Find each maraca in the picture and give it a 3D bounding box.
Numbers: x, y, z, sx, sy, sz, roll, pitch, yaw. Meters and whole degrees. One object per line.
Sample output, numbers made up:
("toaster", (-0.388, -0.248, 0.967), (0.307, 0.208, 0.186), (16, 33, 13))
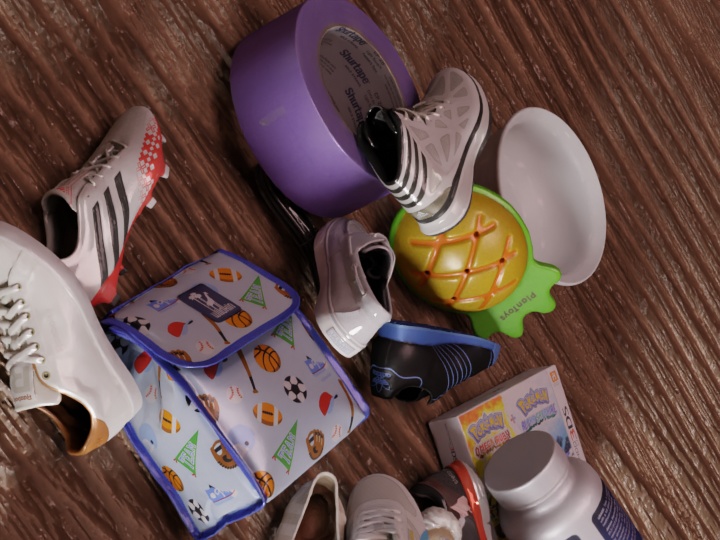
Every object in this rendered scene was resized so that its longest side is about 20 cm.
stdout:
("maraca", (0.117, -0.009, 1.623), (0.200, 0.137, 0.107), (43, 21, -22))

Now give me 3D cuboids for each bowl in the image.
("bowl", (0.179, -0.073, 1.747), (0.201, 0.090, 0.201), (20, 63, -45))

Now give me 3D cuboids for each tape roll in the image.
("tape roll", (-0.028, -0.156, 1.514), (0.200, 0.085, 0.200), (34, 43, -39))

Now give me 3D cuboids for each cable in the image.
("cable", (-0.047, -0.012, 1.512), (0.200, 0.050, 0.097), (47, 43, -13))

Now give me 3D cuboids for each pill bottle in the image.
("pill bottle", (0.207, 0.257, 1.579), (0.200, 0.111, 0.111), (54, 43, -25))

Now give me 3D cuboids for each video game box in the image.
("video game box", (0.168, 0.213, 1.670), (0.200, 0.047, 0.182), (-21, 91, -50))

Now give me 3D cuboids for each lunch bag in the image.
("lunch bag", (-0.113, 0.092, 1.329), (0.200, 0.124, 0.170), (56, 40, 0))

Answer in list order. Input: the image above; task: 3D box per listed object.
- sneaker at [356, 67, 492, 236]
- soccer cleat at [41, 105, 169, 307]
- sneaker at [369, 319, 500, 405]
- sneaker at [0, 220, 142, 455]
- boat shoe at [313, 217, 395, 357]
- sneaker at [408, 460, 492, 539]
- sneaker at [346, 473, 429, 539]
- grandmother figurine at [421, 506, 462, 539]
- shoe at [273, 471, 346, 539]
("sneaker", (0.059, -0.140, 1.479), (0.115, 0.076, 0.201), (43, 40, -34))
("soccer cleat", (-0.217, -0.061, 1.300), (0.085, 0.069, 0.200), (39, 55, -40))
("sneaker", (0.071, 0.096, 1.590), (0.200, 0.070, 0.078), (12, 91, -54))
("sneaker", (-0.247, 0.055, 1.217), (0.200, 0.073, 0.085), (57, 44, -17))
("boat shoe", (0.000, 0.000, 1.422), (0.072, 0.068, 0.200), (50, 19, -17))
("sneaker", (0.092, 0.291, 1.551), (0.082, 0.077, 0.200), (-14, 87, -24))
("sneaker", (0.023, 0.248, 1.388), (0.200, 0.076, 0.081), (-96, 177, -50))
("grandmother figurine", (0.053, 0.311, 1.444), (0.121, 0.061, 0.200), (46, 48, -41))
("shoe", (-0.054, 0.263, 1.368), (0.070, 0.053, 0.200), (22, 52, -11))
